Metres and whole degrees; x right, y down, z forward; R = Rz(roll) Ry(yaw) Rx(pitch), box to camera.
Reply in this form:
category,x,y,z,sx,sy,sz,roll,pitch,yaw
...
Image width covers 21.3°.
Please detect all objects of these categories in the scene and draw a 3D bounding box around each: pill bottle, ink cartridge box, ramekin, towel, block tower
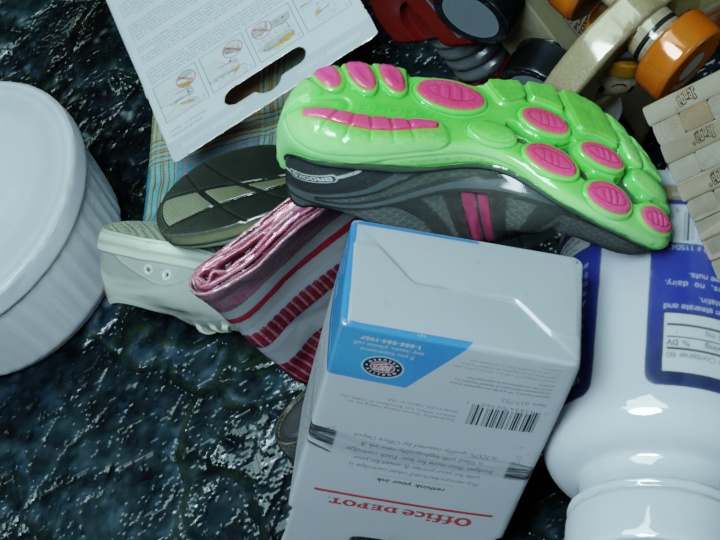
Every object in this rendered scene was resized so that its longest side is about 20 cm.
category,x,y,z,sx,sy,sz,roll,pitch,yaw
pill bottle,0.153,0.062,0.961,0.119,0.120,0.201,-8,54,26
ink cartridge box,0.030,0.071,0.963,0.115,0.200,0.068,10,50,-5
ramekin,-0.251,-0.020,1.280,0.202,0.094,0.203,-16,52,21
towel,0.000,0.000,1.048,0.144,0.200,0.023,-36,64,2
towel,-0.080,-0.108,1.290,0.146,0.022,0.201,-17,51,20
ink cartridge box,-0.079,-0.168,1.297,0.162,0.057,0.200,-32,53,7
block tower,0.208,0.000,0.915,0.058,0.054,0.201,-25,85,43

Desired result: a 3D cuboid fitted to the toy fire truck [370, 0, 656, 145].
category,x,y,z,sx,sy,sz,roll,pitch,yaw
toy fire truck,0.071,-0.149,1.139,0.200,0.176,0.129,-1,51,49

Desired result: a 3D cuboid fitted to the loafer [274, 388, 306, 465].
category,x,y,z,sx,sy,sz,roll,pitch,yaw
loafer,0.015,0.045,1.059,0.200,0.072,0.073,-36,31,32

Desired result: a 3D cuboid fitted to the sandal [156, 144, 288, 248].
category,x,y,z,sx,sy,sz,roll,pitch,yaw
sandal,-0.025,-0.040,1.172,0.200,0.058,0.080,-11,37,-3

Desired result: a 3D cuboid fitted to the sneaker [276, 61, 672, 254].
category,x,y,z,sx,sy,sz,roll,pitch,yaw
sneaker,0.055,-0.045,0.931,0.199,0.084,0.077,14,50,-6

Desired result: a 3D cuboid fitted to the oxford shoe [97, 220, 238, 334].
category,x,y,z,sx,sy,sz,roll,pitch,yaw
oxford shoe,-0.078,0.013,1.182,0.199,0.075,0.058,11,103,28

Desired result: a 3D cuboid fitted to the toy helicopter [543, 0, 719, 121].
category,x,y,z,sx,sy,sz,roll,pitch,yaw
toy helicopter,0.155,-0.119,1.017,0.079,0.132,0.200,43,40,14
